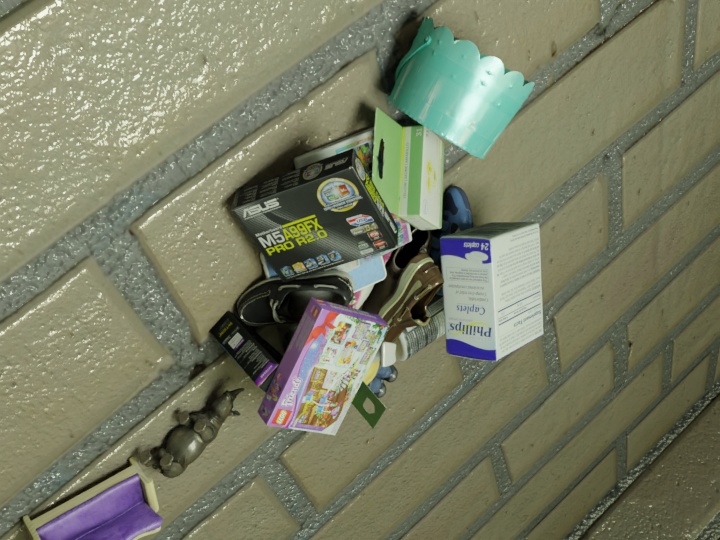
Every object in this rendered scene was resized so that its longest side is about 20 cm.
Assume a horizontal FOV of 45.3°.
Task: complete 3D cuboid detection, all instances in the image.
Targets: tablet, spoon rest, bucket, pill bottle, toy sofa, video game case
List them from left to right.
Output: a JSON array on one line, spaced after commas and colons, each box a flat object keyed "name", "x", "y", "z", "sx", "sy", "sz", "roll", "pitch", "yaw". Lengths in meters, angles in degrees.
[{"name": "toy sofa", "x": -0.414, "y": 0.393, "z": 1.350, "sx": 0.198, "sy": 0.097, "sz": 0.084, "roll": -26, "pitch": 137, "yaw": -28}, {"name": "tablet", "x": -0.057, "y": -0.009, "z": 1.397, "sx": 0.197, "sy": 0.014, "sz": 0.132, "roll": -23, "pitch": 114, "yaw": -17}, {"name": "video game case", "x": -0.007, "y": -0.109, "z": 1.362, "sx": 0.180, "sy": 0.024, "sz": 0.204, "roll": -26, "pitch": 115, "yaw": -30}, {"name": "spoon rest", "x": -0.006, "y": 0.137, "z": 1.484, "sx": 0.060, "sy": 0.198, "sz": 0.102, "roll": 2, "pitch": 90, "yaw": -40}, {"name": "pill bottle", "x": 0.129, "y": 0.077, "z": 1.644, "sx": 0.198, "sy": 0.106, "sz": 0.108, "roll": -32, "pitch": 139, "yaw": -23}, {"name": "bucket", "x": 0.147, "y": -0.273, "z": 1.301, "sx": 0.205, "sy": 0.207, "sz": 0.136, "roll": 14, "pitch": 113, "yaw": -50}]

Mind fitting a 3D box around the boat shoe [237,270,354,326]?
[{"name": "boat shoe", "x": -0.105, "y": 0.052, "z": 1.337, "sx": 0.196, "sy": 0.061, "sz": 0.075, "roll": -9, "pitch": 115, "yaw": 12}]

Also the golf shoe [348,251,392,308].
[{"name": "golf shoe", "x": 0.000, "y": 0.000, "z": 1.491, "sx": 0.202, "sy": 0.075, "sz": 0.092, "roll": -56, "pitch": 170, "yaw": 0}]

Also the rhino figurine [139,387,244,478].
[{"name": "rhino figurine", "x": -0.268, "y": 0.263, "z": 1.423, "sx": 0.200, "sy": 0.060, "sz": 0.088, "roll": -44, "pitch": 156, "yaw": -12}]

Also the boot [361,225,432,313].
[{"name": "boot", "x": 0.061, "y": 0.010, "z": 1.504, "sx": 0.203, "sy": 0.069, "sz": 0.146, "roll": -62, "pitch": 177, "yaw": -14}]

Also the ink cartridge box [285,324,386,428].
[{"name": "ink cartridge box", "x": -0.046, "y": 0.182, "z": 1.439, "sx": 0.048, "sy": 0.201, "sz": 0.146, "roll": -34, "pitch": 166, "yaw": -20}]

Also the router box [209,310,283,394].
[{"name": "router box", "x": -0.142, "y": 0.164, "z": 1.399, "sx": 0.051, "sy": 0.149, "sz": 0.200, "roll": -46, "pitch": 142, "yaw": -4}]

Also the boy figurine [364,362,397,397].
[{"name": "boy figurine", "x": -0.009, "y": 0.189, "z": 1.628, "sx": 0.125, "sy": 0.064, "sz": 0.199, "roll": -55, "pitch": 142, "yaw": 5}]

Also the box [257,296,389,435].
[{"name": "box", "x": -0.056, "y": 0.149, "z": 1.304, "sx": 0.135, "sy": 0.039, "sz": 0.203, "roll": 16, "pitch": 106, "yaw": -39}]

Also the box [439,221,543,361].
[{"name": "box", "x": 0.225, "y": 0.030, "z": 1.466, "sx": 0.182, "sy": 0.103, "sz": 0.205, "roll": -16, "pitch": 105, "yaw": -51}]

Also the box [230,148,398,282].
[{"name": "box", "x": -0.064, "y": -0.075, "z": 1.252, "sx": 0.196, "sy": 0.045, "sz": 0.161, "roll": -16, "pitch": 132, "yaw": 19}]

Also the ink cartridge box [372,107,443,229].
[{"name": "ink cartridge box", "x": 0.078, "y": -0.156, "z": 1.350, "sx": 0.199, "sy": 0.047, "sz": 0.149, "roll": 22, "pitch": 69, "yaw": -65}]

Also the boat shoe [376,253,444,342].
[{"name": "boat shoe", "x": 0.080, "y": 0.070, "z": 1.459, "sx": 0.074, "sy": 0.075, "sz": 0.204, "roll": -20, "pitch": 146, "yaw": -42}]

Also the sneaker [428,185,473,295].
[{"name": "sneaker", "x": 0.154, "y": -0.052, "z": 1.564, "sx": 0.080, "sy": 0.074, "sz": 0.205, "roll": 3, "pitch": 94, "yaw": -15}]
